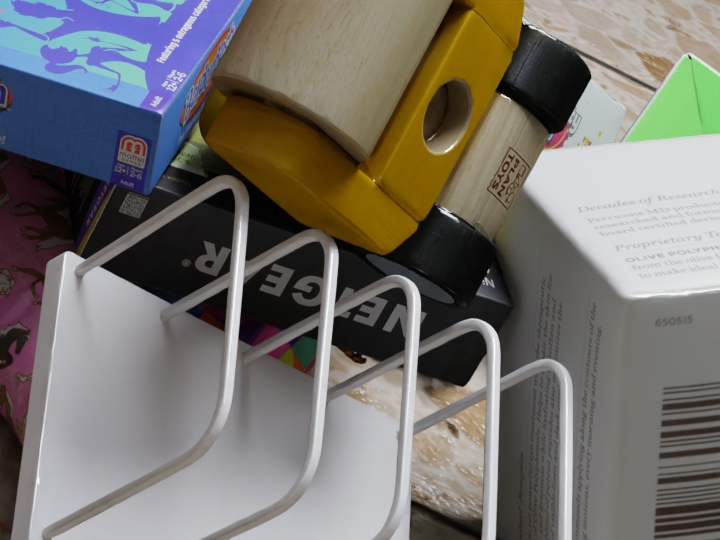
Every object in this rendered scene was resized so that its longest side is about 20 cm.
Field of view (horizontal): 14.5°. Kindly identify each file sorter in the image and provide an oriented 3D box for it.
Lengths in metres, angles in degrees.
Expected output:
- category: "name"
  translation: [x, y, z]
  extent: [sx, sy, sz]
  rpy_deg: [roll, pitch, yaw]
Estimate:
- category: "file sorter"
  translation: [-0.020, 0.071, 1.156]
  extent: [0.200, 0.125, 0.139]
  rpy_deg: [29, 49, -33]

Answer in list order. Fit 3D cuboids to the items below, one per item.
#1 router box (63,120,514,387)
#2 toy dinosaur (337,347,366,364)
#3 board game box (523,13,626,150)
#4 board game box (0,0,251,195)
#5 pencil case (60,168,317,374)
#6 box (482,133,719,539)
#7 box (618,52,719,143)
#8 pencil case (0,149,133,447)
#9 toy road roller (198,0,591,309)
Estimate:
- category: "router box"
  translation: [-0.039, -0.037, 1.314]
  extent: [0.200, 0.052, 0.157]
  rpy_deg: [18, 29, -23]
- category: "toy dinosaur"
  translation: [0.000, 0.000, 1.469]
  extent: [0.136, 0.102, 0.200]
  rpy_deg: [10, 46, -4]
- category: "board game box"
  translation: [0.018, -0.104, 1.493]
  extent: [0.200, 0.064, 0.148]
  rpy_deg: [14, -11, 34]
- category: "board game box"
  translation: [-0.161, -0.113, 1.252]
  extent: [0.200, 0.045, 0.152]
  rpy_deg: [16, 32, 6]
- category: "pencil case"
  translation: [-0.097, -0.021, 1.375]
  extent: [0.200, 0.088, 0.088]
  rpy_deg: [44, 29, 21]
- category: "box"
  translation: [0.175, 0.056, 1.304]
  extent: [0.200, 0.199, 0.171]
  rpy_deg: [-7, 25, -17]
- category: "box"
  translation: [0.237, -0.027, 1.638]
  extent: [0.200, 0.097, 0.176]
  rpy_deg: [36, -1, 2]
- category: "pencil case"
  translation: [-0.147, 0.006, 1.281]
  extent: [0.083, 0.087, 0.200]
  rpy_deg: [29, 20, -48]
- category: "toy road roller"
  translation: [-0.012, -0.079, 1.182]
  extent: [0.146, 0.123, 0.200]
  rpy_deg: [22, -11, 34]
